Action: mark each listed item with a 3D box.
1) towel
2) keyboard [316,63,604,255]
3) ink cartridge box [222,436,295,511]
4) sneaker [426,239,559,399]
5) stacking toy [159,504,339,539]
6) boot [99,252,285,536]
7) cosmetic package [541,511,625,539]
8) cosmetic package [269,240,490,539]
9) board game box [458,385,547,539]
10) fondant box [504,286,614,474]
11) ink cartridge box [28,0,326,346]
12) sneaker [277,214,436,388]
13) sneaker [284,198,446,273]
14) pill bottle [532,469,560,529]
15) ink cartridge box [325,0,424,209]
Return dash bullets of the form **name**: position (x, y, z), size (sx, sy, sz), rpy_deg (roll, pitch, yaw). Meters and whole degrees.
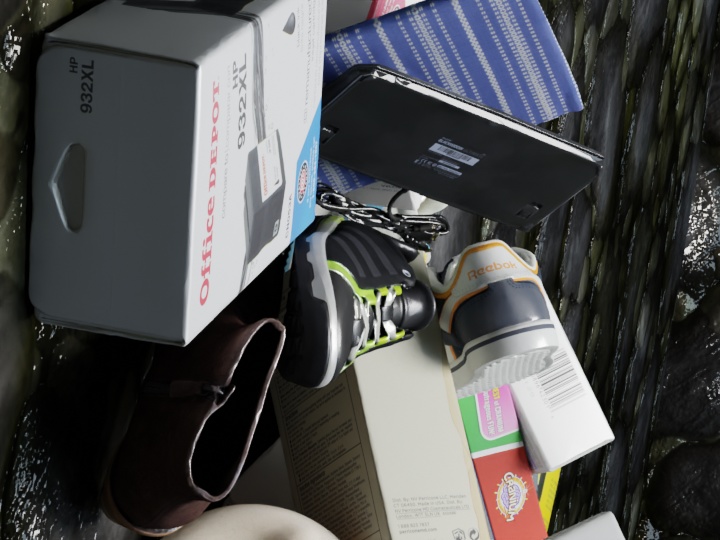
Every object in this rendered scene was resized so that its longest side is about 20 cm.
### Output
- **towel**: position (0.015, -0.101, 1.410), size (0.145, 0.200, 0.024), rpy_deg (55, 19, -57)
- **keyboard**: position (0.035, -0.060, 1.443), size (0.200, 0.127, 0.021), rpy_deg (19, 45, -39)
- **ink cartridge box**: position (-0.001, 0.170, 1.653), size (0.147, 0.083, 0.200), rpy_deg (-46, 153, -20)
- **sneaker**: position (0.080, 0.030, 1.563), size (0.200, 0.078, 0.079), rpy_deg (119, -46, -76)
- **stacking toy**: position (-0.069, 0.231, 1.491), size (0.200, 0.146, 0.146), rpy_deg (104, 1, -68)
- **boot**: position (-0.066, 0.044, 1.307), size (0.166, 0.072, 0.200), rpy_deg (-29, -145, 64)
- **cosmetic package**: position (0.078, 0.274, 1.557), size (0.165, 0.200, 0.165), rpy_deg (-35, -102, 57)
- **cosmetic package**: position (0.005, 0.092, 1.506), size (0.104, 0.073, 0.200), rpy_deg (-37, -122, 52)
- **board game box**: position (0.064, 0.113, 1.761), size (0.153, 0.040, 0.200), rpy_deg (36, -34, 57)
- **fondant box**: position (0.092, 0.073, 1.789), size (0.144, 0.058, 0.200), rpy_deg (65, -19, -1)
- **ink cartridge box**: position (-0.087, -0.066, 1.260), size (0.200, 0.084, 0.145), rpy_deg (-48, 145, -64)
- **sneaker**: position (0.002, 0.011, 1.381), size (0.200, 0.083, 0.072), rpy_deg (-84, -178, -71)
- **sneaker**: position (0.000, 0.000, 1.645), size (0.077, 0.081, 0.200), rpy_deg (80, 26, -56)
- **pill bottle**: position (0.103, 0.196, 2.097), size (0.114, 0.114, 0.200), rpy_deg (60, 41, -68)
- **ink cartridge box**: position (0.001, -0.148, 1.517), size (0.200, 0.083, 0.147), rpy_deg (72, 31, -61)
